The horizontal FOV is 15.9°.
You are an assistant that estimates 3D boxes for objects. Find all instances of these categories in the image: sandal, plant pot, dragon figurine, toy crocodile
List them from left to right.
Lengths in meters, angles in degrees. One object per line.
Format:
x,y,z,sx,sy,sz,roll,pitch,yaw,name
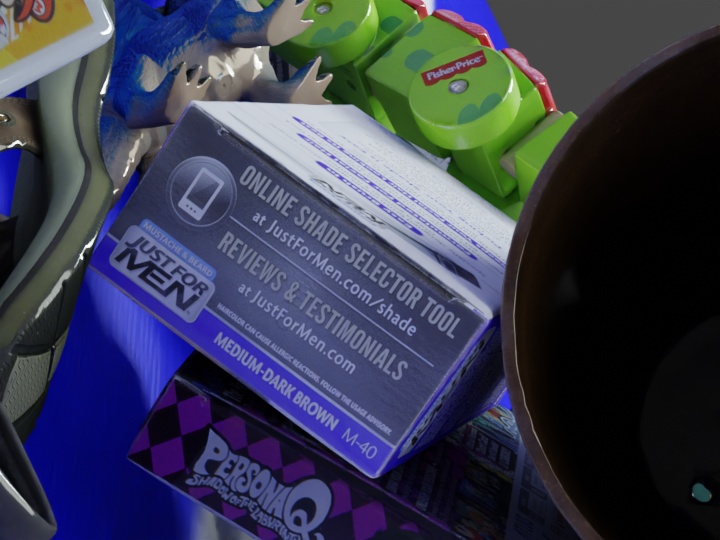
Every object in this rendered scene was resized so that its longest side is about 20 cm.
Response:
-0.106,-0.019,0.749,0.201,0.057,0.080,-94,-159,-53,sandal
-0.080,-0.065,0.903,0.200,0.099,0.059,-46,133,-32,dragon figurine
0.025,-0.071,0.962,0.200,0.062,0.068,33,-20,38,toy crocodile
0.136,0.036,0.820,0.200,0.187,0.187,80,-6,-77,plant pot

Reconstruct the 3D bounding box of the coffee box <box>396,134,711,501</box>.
0.087,0.010,1.064,0.200,0.044,0.123,45,-13,45,coffee box

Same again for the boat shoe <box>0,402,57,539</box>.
-0.124,-0.013,0.648,0.067,0.057,0.200,28,44,-74,boat shoe

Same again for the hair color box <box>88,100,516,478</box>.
0.000,0.000,0.830,0.109,0.065,0.200,36,9,9,hair color box

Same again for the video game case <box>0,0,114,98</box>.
-0.150,-0.097,0.519,0.200,0.023,0.182,-36,104,-52,video game case

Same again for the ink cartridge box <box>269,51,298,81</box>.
-0.016,0.001,1.098,0.165,0.075,0.200,-93,160,-50,ink cartridge box

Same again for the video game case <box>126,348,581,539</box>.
0.024,0.073,0.843,0.181,0.036,0.200,32,11,-1,video game case

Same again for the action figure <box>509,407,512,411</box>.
0.016,0.103,0.988,0.119,0.102,0.200,49,61,-40,action figure
